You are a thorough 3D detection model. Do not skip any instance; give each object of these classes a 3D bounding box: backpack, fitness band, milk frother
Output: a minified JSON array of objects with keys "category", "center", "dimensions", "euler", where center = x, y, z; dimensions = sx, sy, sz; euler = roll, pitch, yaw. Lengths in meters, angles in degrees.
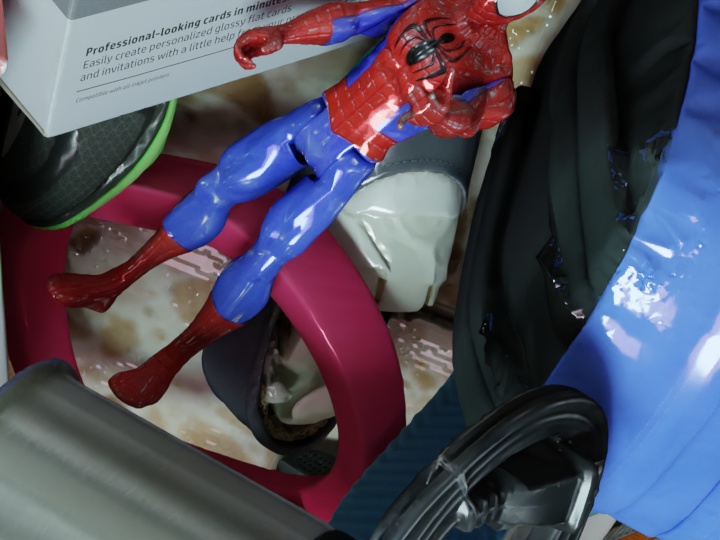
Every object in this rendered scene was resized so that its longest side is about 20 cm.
[{"category":"backpack","center":[0.125,-0.014,0.841],"dimensions":[0.167,0.200,0.163],"euler":[24,132,-3]},{"category":"fitness band","center":[-0.062,0.028,0.990],"dimensions":[0.200,0.037,0.144],"euler":[11,118,45]},{"category":"milk frother","center":[-0.036,0.086,0.811],"dimensions":[0.188,0.180,0.201],"euler":[28,101,13]}]

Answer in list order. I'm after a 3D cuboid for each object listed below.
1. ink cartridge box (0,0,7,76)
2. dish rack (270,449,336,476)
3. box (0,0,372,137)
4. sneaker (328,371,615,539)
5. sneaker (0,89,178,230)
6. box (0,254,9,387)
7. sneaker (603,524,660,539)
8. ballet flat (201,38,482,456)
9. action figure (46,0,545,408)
[{"category":"ink cartridge box","center":[-0.171,-0.106,0.882],"dimensions":[0.067,0.200,0.117],"euler":[13,135,-26]},{"category":"dish rack","center":[-0.039,0.146,1.011],"dimensions":[0.153,0.200,0.055],"euler":[27,135,41]},{"category":"box","center":[-0.026,-0.144,0.817],"dimensions":[0.041,0.156,0.200],"euler":[47,139,29]},{"category":"sneaker","center":[0.067,0.064,0.957],"dimensions":[0.076,0.200,0.081],"euler":[41,163,28]},{"category":"sneaker","center":[-0.096,-0.099,0.909],"dimensions":[0.077,0.084,0.200],"euler":[50,133,33]},{"category":"box","center":[-0.150,0.009,0.989],"dimensions":[0.036,0.145,0.200],"euler":[-5,131,-11]},{"category":"sneaker","center":[0.081,0.179,1.103],"dimensions":[0.200,0.078,0.112],"euler":[-21,119,31]},{"category":"ballet flat","center":[0.000,0.000,0.979],"dimensions":[0.073,0.073,0.200],"euler":[27,134,-6]},{"category":"action figure","center":[-0.024,-0.036,0.856],"dimensions":[0.200,0.099,0.065],"euler":[-39,75,16]}]
